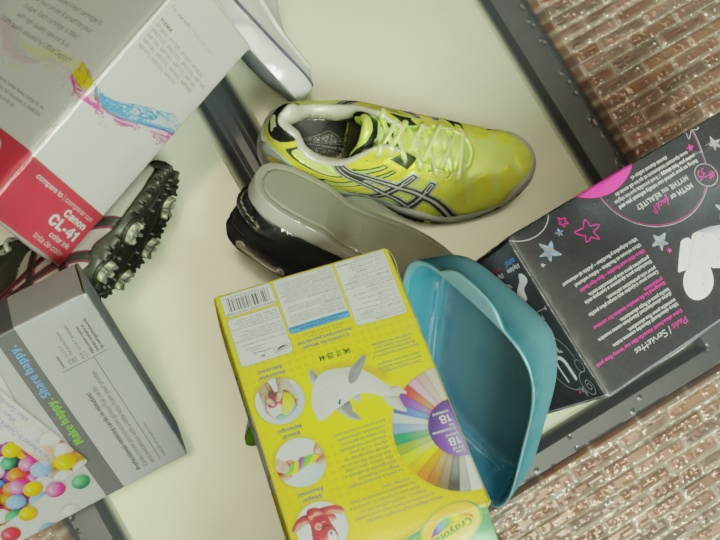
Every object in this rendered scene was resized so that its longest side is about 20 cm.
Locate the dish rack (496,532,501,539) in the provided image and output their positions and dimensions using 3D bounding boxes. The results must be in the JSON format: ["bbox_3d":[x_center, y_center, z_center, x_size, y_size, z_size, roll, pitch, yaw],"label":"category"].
[{"bbox_3d":[0.026,0.241,0.715,0.171,0.044,0.200,-17,126,-6],"label":"dish rack"}]

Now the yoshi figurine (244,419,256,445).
[{"bbox_3d":[-0.011,0.128,0.749,0.112,0.112,0.200,-16,86,-11],"label":"yoshi figurine"}]

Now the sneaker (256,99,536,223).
[{"bbox_3d":[0.026,-0.078,0.793,0.200,0.076,0.076,3,80,-3],"label":"sneaker"}]

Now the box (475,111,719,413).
[{"bbox_3d":[0.181,-0.003,0.746,0.200,0.132,0.115,-29,84,-18],"label":"box"}]

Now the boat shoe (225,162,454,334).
[{"bbox_3d":[0.000,0.000,0.788,0.200,0.060,0.074,27,40,-16],"label":"boat shoe"}]

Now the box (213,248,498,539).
[{"bbox_3d":[-0.004,0.094,0.668,0.117,0.048,0.200,-16,62,-9],"label":"box"}]

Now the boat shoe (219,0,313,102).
[{"bbox_3d":[-0.089,-0.210,0.809,0.065,0.074,0.200,-39,86,-3],"label":"boat shoe"}]

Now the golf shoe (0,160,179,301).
[{"bbox_3d":[-0.206,-0.006,0.775,0.088,0.077,0.200,36,82,9],"label":"golf shoe"}]

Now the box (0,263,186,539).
[{"bbox_3d":[-0.235,0.105,0.727,0.200,0.041,0.156,-26,127,-5],"label":"box"}]

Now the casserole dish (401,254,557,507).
[{"bbox_3d":[0.074,0.069,0.727,0.039,0.200,0.121,-30,56,-25],"label":"casserole dish"}]

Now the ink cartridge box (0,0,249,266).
[{"bbox_3d":[-0.195,-0.125,0.757,0.148,0.086,0.200,35,79,37],"label":"ink cartridge box"}]
